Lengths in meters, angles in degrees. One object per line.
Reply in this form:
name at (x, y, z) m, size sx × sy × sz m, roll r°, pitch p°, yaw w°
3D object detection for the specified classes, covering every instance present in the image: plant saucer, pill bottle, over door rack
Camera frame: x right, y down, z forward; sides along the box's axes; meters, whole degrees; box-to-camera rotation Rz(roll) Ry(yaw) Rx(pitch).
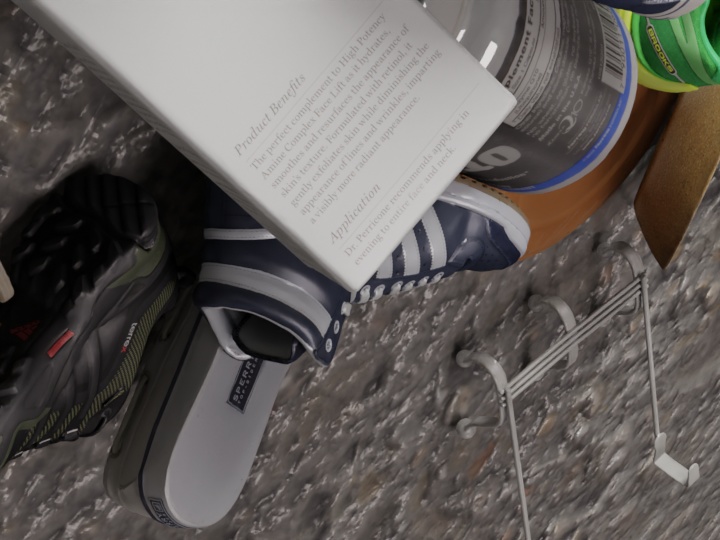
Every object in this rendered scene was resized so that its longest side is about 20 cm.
plant saucer at (0.208, -0.099, 1.069) m, size 0.200 × 0.035 × 0.202 m, roll 24°, pitch 90°, yaw -84°
pill bottle at (0.042, -0.109, 0.826) m, size 0.199 × 0.114 × 0.114 m, roll 17°, pitch 108°, yaw -56°
over door rack at (0.141, 0.097, 1.188) m, size 0.147 × 0.066 × 0.201 m, roll -36°, pitch 124°, yaw -25°
plant saucer at (0.121, -0.079, 1.012) m, size 0.200 × 0.032 × 0.201 m, roll -37°, pitch 154°, yaw -21°

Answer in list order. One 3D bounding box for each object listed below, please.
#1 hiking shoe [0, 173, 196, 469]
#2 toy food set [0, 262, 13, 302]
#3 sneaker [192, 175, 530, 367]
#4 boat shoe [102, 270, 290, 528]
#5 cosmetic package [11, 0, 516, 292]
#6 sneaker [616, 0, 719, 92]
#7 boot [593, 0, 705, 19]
hiking shoe at (-0.146, 0.058, 0.781) m, size 0.200 × 0.076 × 0.101 m, roll -47°, pitch 145°, yaw -11°
toy food set at (-0.229, 0.027, 0.657) m, size 0.200 × 0.060 × 0.144 m, roll -41°, pitch 146°, yaw -18°
sneaker at (0.000, 0.000, 0.834) m, size 0.199 × 0.070 × 0.110 m, roll 19°, pitch 76°, yaw -43°
boat shoe at (-0.065, 0.030, 0.866) m, size 0.072 × 0.065 × 0.202 m, roll 38°, pitch 66°, yaw -44°
cosmetic package at (-0.048, -0.094, 0.665) m, size 0.200 × 0.074 × 0.102 m, roll 43°, pitch 84°, yaw -17°
sneaker at (0.196, -0.188, 0.917) m, size 0.074 × 0.083 × 0.202 m, roll 5°, pitch 102°, yaw -52°
boot at (0.141, -0.207, 0.765) m, size 0.090 × 0.073 × 0.202 m, roll -1°, pitch 114°, yaw -45°
